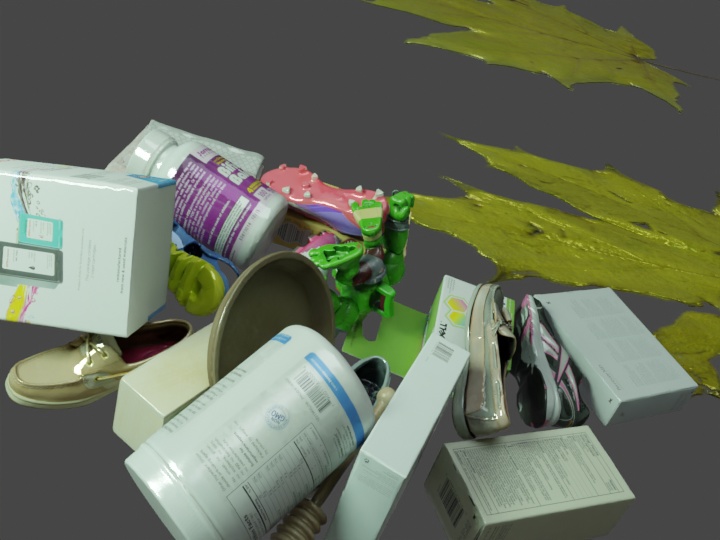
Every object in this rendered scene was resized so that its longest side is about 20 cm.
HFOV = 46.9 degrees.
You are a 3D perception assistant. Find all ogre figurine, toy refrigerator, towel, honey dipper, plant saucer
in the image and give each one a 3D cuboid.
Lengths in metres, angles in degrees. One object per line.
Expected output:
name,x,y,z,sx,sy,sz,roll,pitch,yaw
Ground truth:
ogre figurine,0.000,0.000,1.026,0.096,0.122,0.201,9,44,21
toy refrigerator,-0.159,0.114,0.874,0.069,0.077,0.199,34,36,19
towel,-0.250,-0.144,1.210,0.196,0.033,0.192,18,35,-2
honey dipper,-0.020,0.191,0.821,0.037,0.038,0.201,28,55,12
plant saucer,-0.093,0.080,0.867,0.029,0.204,0.199,8,25,32

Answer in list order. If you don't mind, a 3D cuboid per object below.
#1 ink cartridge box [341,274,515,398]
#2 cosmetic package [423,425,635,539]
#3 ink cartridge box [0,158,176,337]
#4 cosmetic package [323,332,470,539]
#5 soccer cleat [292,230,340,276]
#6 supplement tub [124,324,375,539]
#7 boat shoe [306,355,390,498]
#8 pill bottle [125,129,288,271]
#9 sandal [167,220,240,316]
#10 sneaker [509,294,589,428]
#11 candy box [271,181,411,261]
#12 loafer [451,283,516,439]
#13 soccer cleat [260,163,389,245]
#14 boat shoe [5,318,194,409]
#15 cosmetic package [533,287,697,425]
ink cartridge box,0.090,0.072,1.055,0.196,0.077,0.149,21,35,-1
cosmetic package,0.179,0.235,0.887,0.196,0.074,0.104,1,40,-26
ink cartridge box,-0.310,-0.030,0.860,0.195,0.150,0.147,8,9,2
cosmetic package,0.036,0.178,0.823,0.051,0.153,0.200,28,36,9
soccer cleat,-0.074,0.020,1.063,0.087,0.070,0.199,47,40,5
supplement tub,-0.095,0.156,0.746,0.199,0.133,0.132,-38,61,-23
boat shoe,-0.025,0.156,0.889,0.069,0.072,0.201,28,36,12
pill bottle,-0.201,-0.096,1.079,0.198,0.113,0.113,32,35,1
sandal,-0.219,-0.012,1.022,0.199,0.080,0.086,41,20,25
sneaker,0.242,0.126,1.077,0.085,0.081,0.203,16,45,-18
candy box,-0.028,-0.064,1.194,0.196,0.057,0.118,17,36,-2
loafer,0.150,0.098,0.927,0.062,0.072,0.203,-9,44,29
soccer cleat,-0.049,-0.087,1.123,0.196,0.077,0.067,15,48,22
boat shoe,-0.264,0.086,0.861,0.197,0.070,0.074,-10,45,-36
cosmetic package,0.339,0.111,1.139,0.148,0.052,0.201,-1,41,-31
